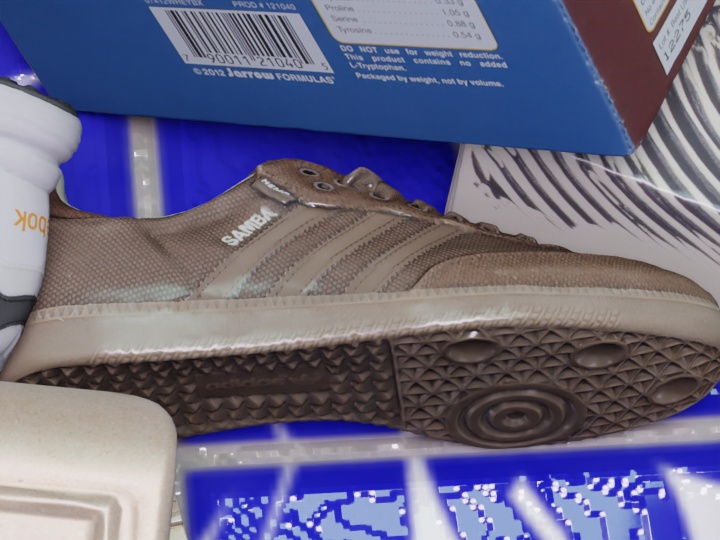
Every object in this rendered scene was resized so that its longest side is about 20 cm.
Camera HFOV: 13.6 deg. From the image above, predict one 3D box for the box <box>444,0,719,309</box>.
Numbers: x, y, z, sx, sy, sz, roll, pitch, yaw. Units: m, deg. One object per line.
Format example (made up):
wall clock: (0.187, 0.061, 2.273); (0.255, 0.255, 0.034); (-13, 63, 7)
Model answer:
box: (0.129, -0.018, 0.833); (0.199, 0.069, 0.082); (20, 59, 6)

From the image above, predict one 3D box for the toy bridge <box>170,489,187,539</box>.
toy bridge: (-0.140, 0.090, 0.767); (0.199, 0.027, 0.068); (-11, 63, -12)

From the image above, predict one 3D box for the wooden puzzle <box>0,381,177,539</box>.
wooden puzzle: (-0.144, 0.121, 0.726); (0.184, 0.037, 0.201); (6, 76, -3)

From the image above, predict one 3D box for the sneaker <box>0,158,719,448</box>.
sneaker: (0.000, 0.000, 0.809); (0.199, 0.071, 0.076); (0, 59, -6)

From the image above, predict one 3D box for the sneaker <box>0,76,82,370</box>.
sneaker: (-0.173, -0.014, 0.777); (0.199, 0.074, 0.081); (4, 84, 14)

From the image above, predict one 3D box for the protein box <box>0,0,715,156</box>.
protein box: (-0.020, -0.151, 0.779); (0.198, 0.200, 0.135); (6, 53, 35)
